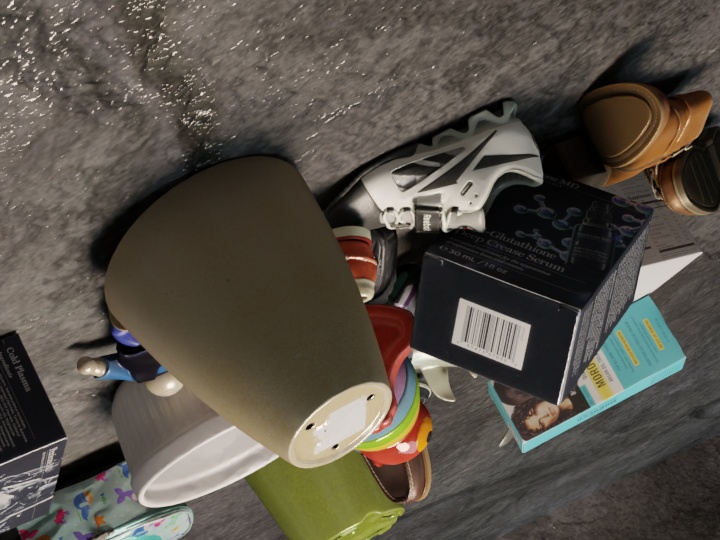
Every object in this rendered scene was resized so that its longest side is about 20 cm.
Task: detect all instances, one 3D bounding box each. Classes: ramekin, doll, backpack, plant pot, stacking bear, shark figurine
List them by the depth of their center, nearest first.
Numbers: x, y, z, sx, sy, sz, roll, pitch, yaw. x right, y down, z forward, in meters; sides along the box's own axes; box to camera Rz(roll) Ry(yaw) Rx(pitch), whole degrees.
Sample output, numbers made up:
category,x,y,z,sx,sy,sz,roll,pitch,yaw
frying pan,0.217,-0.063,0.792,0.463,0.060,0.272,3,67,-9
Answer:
category,x,y,z,sx,sy,sz,roll,pitch,yaw
plant pot,-0.067,0.047,1.425,0.187,0.200,0.188,-28,149,-19
doll,-0.182,0.060,1.609,0.136,0.049,0.200,-25,160,-10
stacking bear,0.012,0.123,1.740,0.113,0.122,0.200,10,158,20
ramekin,-0.145,0.135,1.788,0.200,0.105,0.200,-27,163,-9
backpack,-0.273,0.282,1.956,0.200,0.151,0.178,-30,162,-12
plant pot,-0.048,0.208,2.005,0.200,0.190,0.200,-25,162,-9
shark figurine,0.114,0.102,2.116,0.128,0.214,0.090,-62,-164,11

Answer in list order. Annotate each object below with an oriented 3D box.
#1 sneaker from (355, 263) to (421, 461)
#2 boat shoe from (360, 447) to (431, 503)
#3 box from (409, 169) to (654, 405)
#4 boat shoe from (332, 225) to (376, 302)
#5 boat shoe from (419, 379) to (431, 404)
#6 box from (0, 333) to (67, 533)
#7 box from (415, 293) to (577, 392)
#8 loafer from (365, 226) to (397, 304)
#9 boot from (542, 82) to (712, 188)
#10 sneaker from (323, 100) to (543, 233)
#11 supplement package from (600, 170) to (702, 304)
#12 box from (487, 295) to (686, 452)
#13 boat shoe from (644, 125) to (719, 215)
category,x,y,z,sx,sy,sz,roll,pitch,yaw
sneaker,0.028,0.092,1.859,0.200,0.087,0.074,-60,-161,7
boat shoe,0.010,0.150,1.919,0.070,0.201,0.070,-27,171,37
box,0.156,0.006,1.658,0.200,0.148,0.107,-47,151,-51
boat shoe,-0.060,0.023,1.613,0.071,0.063,0.200,9,155,-43
boat shoe,0.015,0.178,2.237,0.200,0.062,0.075,-12,155,-47
box,-0.354,0.164,1.544,0.182,0.104,0.200,-23,162,-23
box,0.142,0.059,1.828,0.160,0.044,0.200,15,166,10
loafer,0.000,0.000,1.711,0.070,0.068,0.201,-42,167,-29
boot,0.270,-0.139,1.717,0.154,0.074,0.200,-19,173,-26
sneaker,0.064,-0.063,1.581,0.200,0.089,0.074,-27,164,1
supplement package,0.228,-0.002,1.967,0.156,0.111,0.200,-11,156,-45
box,0.242,0.111,1.990,0.200,0.082,0.049,-28,162,-4
boat shoe,0.323,-0.092,1.865,0.068,0.072,0.200,-15,-173,25
